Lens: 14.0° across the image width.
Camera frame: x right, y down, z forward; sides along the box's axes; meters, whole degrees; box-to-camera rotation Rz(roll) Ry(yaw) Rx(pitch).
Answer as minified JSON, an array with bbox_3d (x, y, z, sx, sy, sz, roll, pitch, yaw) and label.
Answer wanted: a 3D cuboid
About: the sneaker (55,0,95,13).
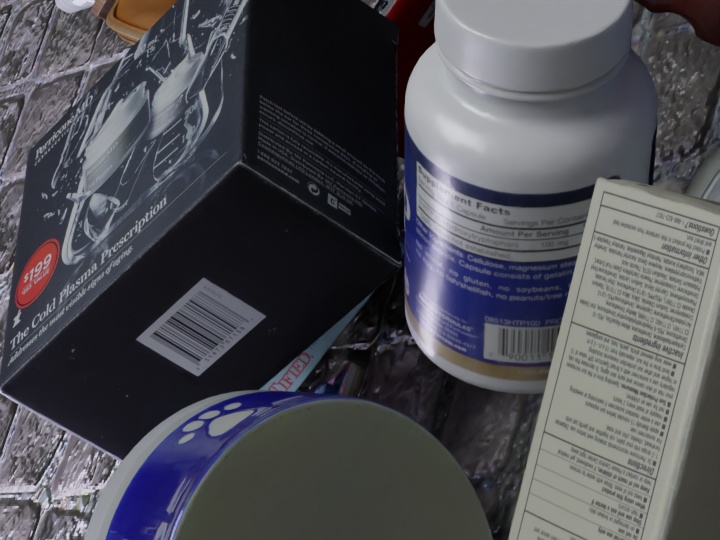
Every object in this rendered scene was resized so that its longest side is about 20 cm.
[{"bbox_3d":[-0.178,-0.274,2.116,0.115,0.075,0.201,-24,39,64],"label":"sneaker"}]

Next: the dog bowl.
[{"bbox_3d":[-0.032,0.158,1.396,0.079,0.200,0.201,-3,64,55],"label":"dog bowl"}]

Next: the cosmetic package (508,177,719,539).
[{"bbox_3d":[0.136,0.071,1.236,0.103,0.087,0.201,23,100,55],"label":"cosmetic package"}]

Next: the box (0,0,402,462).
[{"bbox_3d":[-0.080,-0.033,1.471,0.200,0.104,0.183,-41,30,31],"label":"box"}]

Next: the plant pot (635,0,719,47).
[{"bbox_3d":[0.194,-0.220,1.373,0.196,0.200,0.201,-57,29,25],"label":"plant pot"}]

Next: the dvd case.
[{"bbox_3d":[0.000,0.000,1.557,0.146,0.022,0.200,-52,1,24],"label":"dvd case"}]

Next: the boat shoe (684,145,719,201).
[{"bbox_3d":[0.159,0.030,1.328,0.071,0.070,0.202,6,69,62],"label":"boat shoe"}]

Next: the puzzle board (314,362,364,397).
[{"bbox_3d":[-0.047,0.134,1.548,0.200,0.017,0.151,134,156,-74],"label":"puzzle board"}]

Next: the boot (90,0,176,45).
[{"bbox_3d":[-0.108,-0.216,1.955,0.155,0.074,0.200,-58,31,4],"label":"boot"}]

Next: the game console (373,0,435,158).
[{"bbox_3d":[0.044,-0.174,1.639,0.119,0.172,0.200,43,105,33],"label":"game console"}]

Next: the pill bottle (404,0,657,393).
[{"bbox_3d":[0.079,-0.052,1.378,0.120,0.119,0.201,-102,9,-49],"label":"pill bottle"}]
